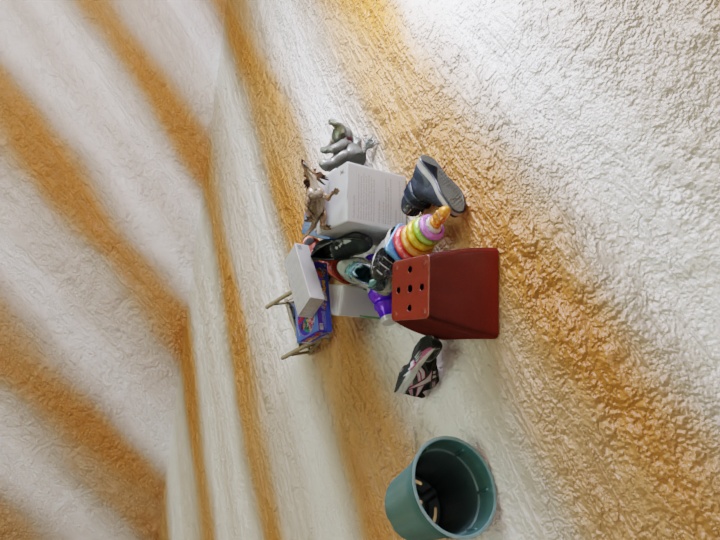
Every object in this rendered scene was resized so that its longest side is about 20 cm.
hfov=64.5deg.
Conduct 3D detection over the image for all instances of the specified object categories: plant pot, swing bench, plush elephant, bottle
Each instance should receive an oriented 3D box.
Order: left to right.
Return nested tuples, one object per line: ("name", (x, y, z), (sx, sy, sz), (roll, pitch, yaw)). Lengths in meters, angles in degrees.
("swing bench", (-0.193, 0.161, 1.873), (0.200, 0.129, 0.201), (-38, 64, 45))
("plush elephant", (-0.059, -0.382, 1.780), (0.200, 0.165, 0.155), (-42, 57, 8))
("bottle", (0.059, 0.052, 1.559), (0.065, 0.083, 0.202), (123, 141, -52))
("plant pot", (0.156, 0.487, 1.227), (0.197, 0.198, 0.202), (125, 140, -49))
("plant pot", (0.178, 0.048, 1.283), (0.199, 0.175, 0.203), (-12, 73, 56))

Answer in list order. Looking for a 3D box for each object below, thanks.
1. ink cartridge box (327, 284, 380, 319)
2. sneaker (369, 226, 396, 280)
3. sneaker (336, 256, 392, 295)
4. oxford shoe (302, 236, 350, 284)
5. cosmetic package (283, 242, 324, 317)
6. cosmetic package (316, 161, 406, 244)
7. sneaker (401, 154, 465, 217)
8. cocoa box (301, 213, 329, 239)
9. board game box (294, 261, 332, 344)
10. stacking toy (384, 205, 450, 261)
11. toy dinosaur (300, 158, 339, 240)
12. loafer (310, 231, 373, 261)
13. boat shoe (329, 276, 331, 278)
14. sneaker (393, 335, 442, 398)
("ink cartridge box", (-0.046, 0.088, 1.661), (0.199, 0.144, 0.089), (5, 87, 58))
("sneaker", (0.067, -0.030, 1.466), (0.079, 0.074, 0.201), (-48, 7, 37))
("sneaker", (0.000, 0.000, 1.512), (0.199, 0.086, 0.078), (20, 86, 43))
("oxford shoe", (-0.102, -0.024, 1.784), (0.200, 0.071, 0.073), (42, 152, 4))
("cosmetic package", (-0.158, 0.026, 1.584), (0.083, 0.050, 0.201), (-52, 42, 35))
("cosmetic package", (0.004, -0.180, 1.589), (0.166, 0.198, 0.170), (-17, 68, 55))
("sneaker", (0.177, -0.168, 1.428), (0.147, 0.076, 0.203), (-61, 42, 38))
("cocoa box", (-0.079, -0.159, 1.782), (0.199, 0.130, 0.135), (17, 98, 58))
("board game box", (-0.139, 0.094, 1.630), (0.134, 0.044, 0.202), (-33, 56, 50))
("stacking toy", (0.158, -0.095, 1.376), (0.200, 0.109, 0.117), (-45, 10, 49))
("toy dinosaur", (-0.121, -0.186, 1.532), (0.136, 0.085, 0.202), (-123, 38, -56))
("loafer", (-0.053, -0.058, 1.557), (0.199, 0.070, 0.069), (-7, 119, 39))
("boat shoe", (-0.123, 0.013, 1.877), (0.069, 0.056, 0.202), (-135, 41, -54))
("sneaker", (0.156, 0.234, 1.366), (0.081, 0.085, 0.201), (-73, 7, -45))
